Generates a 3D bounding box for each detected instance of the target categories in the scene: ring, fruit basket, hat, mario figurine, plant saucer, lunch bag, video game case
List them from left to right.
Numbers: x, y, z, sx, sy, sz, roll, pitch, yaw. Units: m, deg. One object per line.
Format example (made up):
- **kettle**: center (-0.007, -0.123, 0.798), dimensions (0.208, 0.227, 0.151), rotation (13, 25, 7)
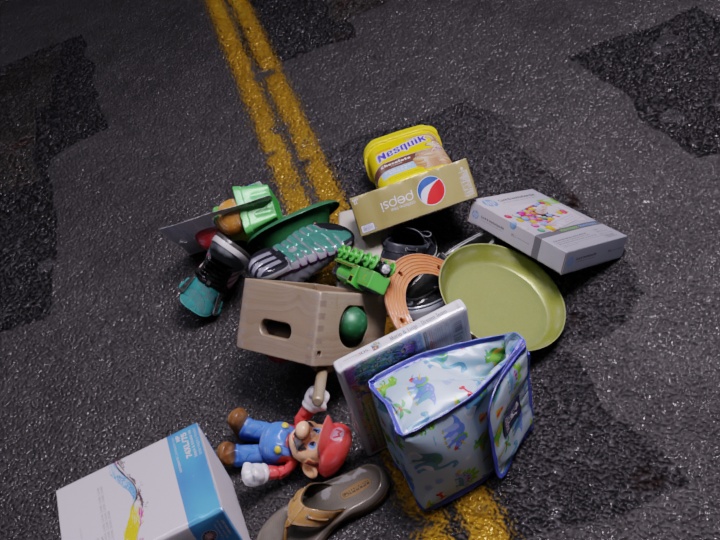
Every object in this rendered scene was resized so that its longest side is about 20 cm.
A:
- **fruit basket**: center (-0.237, -0.086, 1.470), dimensions (0.196, 0.185, 0.096), rotation (-12, 78, 3)
- **mario figurine**: center (-0.105, 0.223, 1.134), dimensions (0.197, 0.106, 0.126), rotation (-4, 88, 26)
- **hat**: center (-0.092, 0.003, 1.418), dimensions (0.197, 0.166, 0.179), rotation (-25, 84, 1)
- **video game case**: center (0.067, 0.145, 1.091), dimensions (0.180, 0.202, 0.024), rotation (-25, 47, -8)
- **ring**: center (0.115, 0.064, 1.208), dimensions (0.198, 0.019, 0.203), rotation (20, 48, -24)
- **lunch bag**: center (0.130, 0.183, 1.052), dimensions (0.198, 0.172, 0.128), rotation (-26, 43, -11)
- **plant saucer**: center (0.204, 0.045, 1.226), dimensions (0.196, 0.031, 0.202), rotation (10, 47, -11)

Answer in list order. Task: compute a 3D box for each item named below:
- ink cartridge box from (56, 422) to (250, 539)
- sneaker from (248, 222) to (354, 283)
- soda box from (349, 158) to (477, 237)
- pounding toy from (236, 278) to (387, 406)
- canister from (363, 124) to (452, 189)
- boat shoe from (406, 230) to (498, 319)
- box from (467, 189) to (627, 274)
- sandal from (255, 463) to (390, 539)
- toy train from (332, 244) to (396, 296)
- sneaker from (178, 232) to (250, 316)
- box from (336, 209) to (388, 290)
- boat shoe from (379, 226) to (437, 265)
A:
- **ink cartridge box**: center (-0.257, 0.328, 1.055), dimensions (0.197, 0.148, 0.147), rotation (-24, 43, -8)
- **sneaker**: center (-0.096, -0.009, 1.327), dimensions (0.198, 0.089, 0.074), rotation (-23, 47, -34)
- **soda box**: center (0.084, -0.115, 1.335), dimensions (0.197, 0.065, 0.068), rotation (-18, 1, 1)
- **pounding toy**: center (-0.064, 0.096, 1.188), dimensions (0.198, 0.183, 0.145), rotation (9, 92, 40)
- **canister**: center (0.091, -0.173, 1.469), dimensions (0.146, 0.088, 0.201), rotation (-17, 29, 0)
- **boat shoe**: center (0.136, -0.001, 1.315), dimensions (0.199, 0.072, 0.072), rotation (-34, 44, -17)
- **box**: center (0.290, -0.066, 1.306), dimensions (0.154, 0.042, 0.199), rotation (-12, 32, -37)
- **sandal**: center (-0.052, 0.307, 1.073), dimensions (0.198, 0.055, 0.082), rotation (-28, 43, -10)
- **toy train**: center (0.000, 0.000, 1.229), dimensions (0.057, 0.041, 0.200), rotation (-66, 19, -2)
- **sneaker**: center (-0.247, 0.013, 1.378), dimensions (0.083, 0.200, 0.122), rotation (34, 75, -1)
- **box**: center (0.006, -0.015, 1.379), dimensions (0.081, 0.069, 0.202), rotation (-9, 43, 11)
- **boat shoe**: center (0.080, -0.041, 1.341), dimensions (0.073, 0.063, 0.200), rotation (10, 20, 18)
